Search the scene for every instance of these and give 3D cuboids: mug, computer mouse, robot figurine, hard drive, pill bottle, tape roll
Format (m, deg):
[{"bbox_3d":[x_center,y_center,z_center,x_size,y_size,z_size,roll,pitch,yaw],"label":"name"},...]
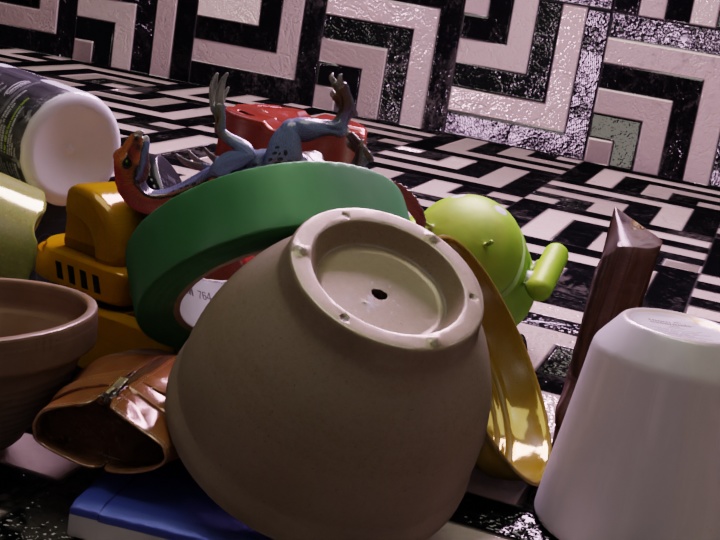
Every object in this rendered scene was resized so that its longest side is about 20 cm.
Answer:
[{"bbox_3d":[0.219,0.109,0.889,0.149,0.154,0.186,19,16,37],"label":"mug"},{"bbox_3d":[-0.145,-0.007,1.004,0.034,0.200,0.059,-27,-28,12],"label":"computer mouse"},{"bbox_3d":[0.113,-0.002,1.257,0.175,0.116,0.200,15,-16,21],"label":"robot figurine"},{"bbox_3d":[-0.063,0.154,0.789,0.199,0.025,0.132,11,14,10],"label":"hard drive"},{"bbox_3d":[-0.321,-0.135,1.179,0.106,0.107,0.200,-5,20,-45],"label":"pill bottle"},{"bbox_3d":[-0.060,-0.004,0.873,0.200,0.048,0.201,-13,-23,-5],"label":"tape roll"}]

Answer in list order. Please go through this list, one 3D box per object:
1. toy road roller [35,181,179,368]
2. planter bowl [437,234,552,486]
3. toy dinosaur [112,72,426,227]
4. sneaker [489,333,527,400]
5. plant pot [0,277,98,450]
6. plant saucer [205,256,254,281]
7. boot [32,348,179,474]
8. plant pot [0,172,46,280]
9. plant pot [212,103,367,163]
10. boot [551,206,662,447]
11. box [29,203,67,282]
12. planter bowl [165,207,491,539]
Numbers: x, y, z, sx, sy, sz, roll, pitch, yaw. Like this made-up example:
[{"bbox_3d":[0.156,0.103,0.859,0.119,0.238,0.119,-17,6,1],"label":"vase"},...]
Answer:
[{"bbox_3d":[-0.184,0.008,1.049,0.200,0.147,0.123,18,17,33],"label":"toy road roller"},{"bbox_3d":[0.066,0.080,0.959,0.083,0.201,0.200,-24,2,21],"label":"planter bowl"},{"bbox_3d":[-0.083,-0.077,0.930,0.181,0.105,0.200,-29,49,-15],"label":"toy dinosaur"},{"bbox_3d":[0.115,0.076,1.132,0.090,0.076,0.200,11,14,-14],"label":"sneaker"},{"bbox_3d":[-0.277,0.067,0.840,0.200,0.093,0.201,2,12,0],"label":"plant pot"},{"bbox_3d":[-0.081,0.008,1.055,0.037,0.200,0.200,-29,7,13],"label":"plant saucer"},{"bbox_3d":[-0.099,0.093,0.816,0.199,0.074,0.155,-2,8,11],"label":"boot"},{"bbox_3d":[-0.368,-0.030,1.045,0.184,0.201,0.200,15,11,-21],"label":"plant pot"},{"bbox_3d":[-0.081,-0.064,1.304,0.200,0.196,0.201,8,13,-2],"label":"plant pot"},{"bbox_3d":[0.215,0.042,1.052,0.064,0.201,0.186,13,14,14],"label":"boot"},{"bbox_3d":[-0.329,-0.044,1.248,0.122,0.106,0.200,-6,20,-40],"label":"box"},{"bbox_3d":[-0.004,0.050,0.753,0.200,0.135,0.201,15,39,-12],"label":"planter bowl"}]
